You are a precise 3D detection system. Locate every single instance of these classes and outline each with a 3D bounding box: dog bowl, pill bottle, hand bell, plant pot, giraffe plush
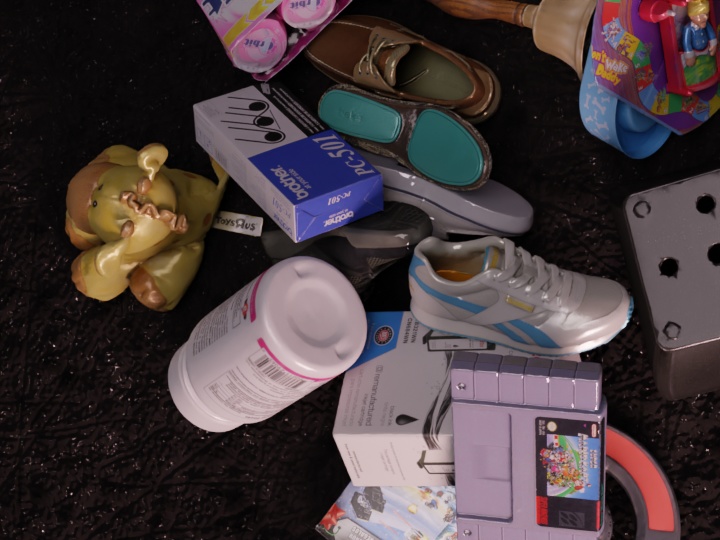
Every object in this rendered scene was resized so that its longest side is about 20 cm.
[{"bbox_3d":[0.250,-0.203,1.654,0.049,0.111,0.201,19,102,38],"label":"dog bowl"},{"bbox_3d":[-0.091,0.073,1.704,0.200,0.113,0.114,-34,73,49],"label":"pill bottle"},{"bbox_3d":[0.146,-0.239,1.721,0.199,0.104,0.105,20,92,31],"label":"hand bell"},{"bbox_3d":[0.318,-0.007,1.586,0.199,0.177,0.201,-15,82,15],"label":"plant pot"},{"bbox_3d":[-0.214,-0.051,1.768,0.199,0.162,0.174,-8,83,18],"label":"giraffe plush"}]

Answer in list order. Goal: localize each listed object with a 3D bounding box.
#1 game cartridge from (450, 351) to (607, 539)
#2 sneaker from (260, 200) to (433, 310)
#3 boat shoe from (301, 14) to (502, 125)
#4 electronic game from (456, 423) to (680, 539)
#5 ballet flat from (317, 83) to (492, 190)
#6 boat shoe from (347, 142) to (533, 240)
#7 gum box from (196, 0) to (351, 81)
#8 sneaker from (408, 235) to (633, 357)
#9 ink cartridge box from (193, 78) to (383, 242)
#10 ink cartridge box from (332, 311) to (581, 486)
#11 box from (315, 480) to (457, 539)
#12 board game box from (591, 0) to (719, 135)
[{"bbox_3d":[0.142,0.159,1.564,0.129,0.038,0.201,7,126,16],"label":"game cartridge"},{"bbox_3d":[0.000,0.000,1.719,0.199,0.076,0.115,-8,107,42],"label":"sneaker"},{"bbox_3d":[0.036,-0.197,1.745,0.199,0.074,0.076,19,91,18],"label":"boat shoe"},{"bbox_3d":[0.185,0.225,1.651,0.199,0.042,0.201,-1,67,3],"label":"electronic game"},{"bbox_3d":[0.053,-0.126,1.725,0.199,0.075,0.068,23,100,30],"label":"ballet flat"},{"bbox_3d":[0.065,-0.058,1.737,0.199,0.071,0.070,18,117,15],"label":"boat shoe"},{"bbox_3d":[-0.065,-0.286,1.768,0.200,0.066,0.114,-42,49,11],"label":"gum box"},{"bbox_3d":[0.138,0.019,1.618,0.199,0.081,0.077,6,48,11],"label":"sneaker"},{"bbox_3d":[-0.069,-0.105,1.721,0.094,0.044,0.200,-20,41,-23],"label":"ink cartridge box"},{"bbox_3d":[0.090,0.113,1.664,0.199,0.085,0.146,-3,48,17],"label":"ink cartridge box"},{"bbox_3d":[0.075,0.248,1.717,0.200,0.040,0.137,39,97,17],"label":"box"},{"bbox_3d":[0.285,-0.206,1.605,0.039,0.199,0.159,24,90,51],"label":"board game box"}]
